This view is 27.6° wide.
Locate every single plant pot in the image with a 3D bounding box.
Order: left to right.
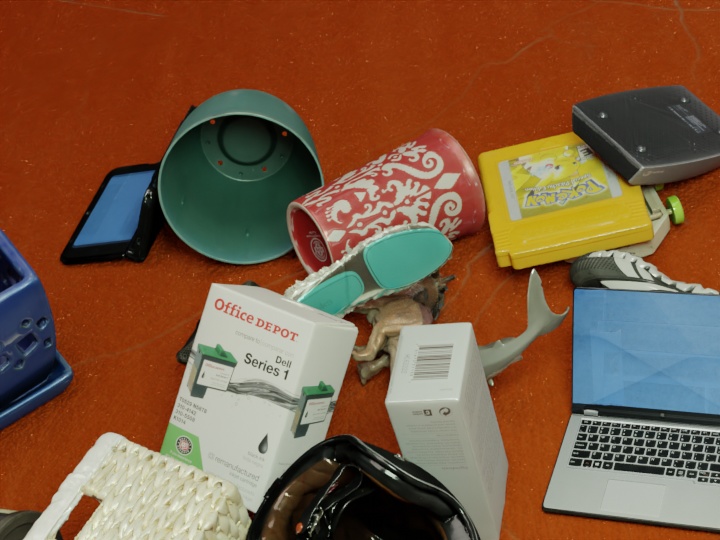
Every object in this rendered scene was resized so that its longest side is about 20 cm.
[{"bbox_3d":[-0.457,0.079,1.689,0.200,0.180,0.200,-32,40,-18],"label":"plant pot"},{"bbox_3d":[-0.144,-0.133,1.819,0.200,0.201,0.161,-13,27,6],"label":"plant pot"}]

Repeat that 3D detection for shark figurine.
[{"bbox_3d":[0.112,0.074,1.496,0.128,0.089,0.214,-57,16,-26],"label":"shark figurine"}]

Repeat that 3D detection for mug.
[{"bbox_3d":[0.023,-0.055,1.708,0.200,0.178,0.134,-25,67,-23],"label":"mug"}]

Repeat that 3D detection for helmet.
[{"bbox_3d":[0.014,0.257,1.293,0.200,0.191,0.200,-42,19,18],"label":"helmet"}]

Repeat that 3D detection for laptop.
[{"bbox_3d":[0.278,0.129,1.400,0.187,0.116,0.200,3,43,24],"label":"laptop"}]

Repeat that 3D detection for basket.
[{"bbox_3d":[-0.196,0.291,1.325,0.160,0.200,0.198,11,47,28],"label":"basket"}]

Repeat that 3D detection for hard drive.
[{"bbox_3d":[0.346,-0.157,1.698,0.200,0.042,0.135,-14,49,-38],"label":"hard drive"}]

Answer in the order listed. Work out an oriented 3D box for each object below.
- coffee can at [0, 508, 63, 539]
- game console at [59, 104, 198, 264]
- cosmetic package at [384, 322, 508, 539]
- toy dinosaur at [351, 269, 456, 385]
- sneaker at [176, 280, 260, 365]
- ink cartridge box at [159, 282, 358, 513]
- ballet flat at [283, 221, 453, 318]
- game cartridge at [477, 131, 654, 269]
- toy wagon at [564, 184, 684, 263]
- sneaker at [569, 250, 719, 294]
[{"bbox_3d":[-0.412,0.300,1.438,0.199,0.147,0.147,2,43,24],"label":"coffee can"},{"bbox_3d":[-0.300,-0.113,1.912,0.116,0.176,0.200,19,46,0],"label":"game console"},{"bbox_3d":[0.085,0.155,1.376,0.071,0.200,0.102,-4,40,17],"label":"cosmetic package"},{"bbox_3d":[0.050,0.055,1.595,0.135,0.086,0.200,-18,36,3],"label":"toy dinosaur"},{"bbox_3d":[-0.135,0.117,1.614,0.114,0.076,0.200,-32,53,17],"label":"sneaker"},{"bbox_3d":[-0.105,0.126,1.485,0.146,0.084,0.201,19,94,33],"label":"ink cartridge box"},{"bbox_3d":[0.000,0.000,1.569,0.199,0.072,0.072,-25,39,-5],"label":"ballet flat"},{"bbox_3d":[0.231,-0.087,1.679,0.176,0.033,0.200,-13,37,6],"label":"game cartridge"},{"bbox_3d":[0.280,-0.079,1.708,0.155,0.040,0.200,-17,38,1],"label":"toy wagon"},{"bbox_3d":[0.292,0.038,1.542,0.200,0.067,0.090,24,52,37],"label":"sneaker"}]
